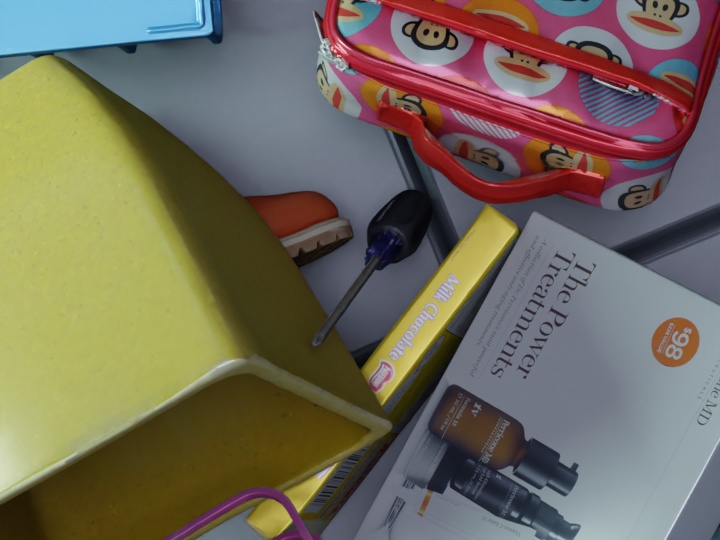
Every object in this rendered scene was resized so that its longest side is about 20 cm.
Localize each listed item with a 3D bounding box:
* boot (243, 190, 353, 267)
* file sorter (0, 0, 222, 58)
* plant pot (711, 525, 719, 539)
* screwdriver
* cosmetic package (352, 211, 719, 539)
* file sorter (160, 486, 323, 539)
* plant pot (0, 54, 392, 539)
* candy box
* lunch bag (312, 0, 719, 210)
[{"bbox_3d":[-0.106,-0.035,1.189,0.199,0.075,0.108,-7,85,4],"label":"boot"},{"bbox_3d":[-0.174,-0.174,1.165,0.199,0.123,0.140,-5,89,2],"label":"file sorter"},{"bbox_3d":[0.207,0.233,1.122,0.200,0.200,0.188,-46,74,2],"label":"plant pot"},{"bbox_3d":[0.000,0.000,1.126,0.029,0.200,0.028,2,111,20],"label":"screwdriver"},{"bbox_3d":[0.101,0.093,1.094,0.150,0.052,0.201,28,90,33],"label":"cosmetic package"},{"bbox_3d":[-0.035,0.221,1.104,0.125,0.200,0.139,-30,48,-3],"label":"file sorter"},{"bbox_3d":[-0.133,0.019,1.068,0.195,0.194,0.201,-29,70,12],"label":"plant pot"},{"bbox_3d":[0.019,0.057,1.166,0.026,0.102,0.200,38,91,9],"label":"candy box"},{"bbox_3d":[0.079,-0.116,1.144,0.199,0.082,0.177,18,63,3],"label":"lunch bag"}]
